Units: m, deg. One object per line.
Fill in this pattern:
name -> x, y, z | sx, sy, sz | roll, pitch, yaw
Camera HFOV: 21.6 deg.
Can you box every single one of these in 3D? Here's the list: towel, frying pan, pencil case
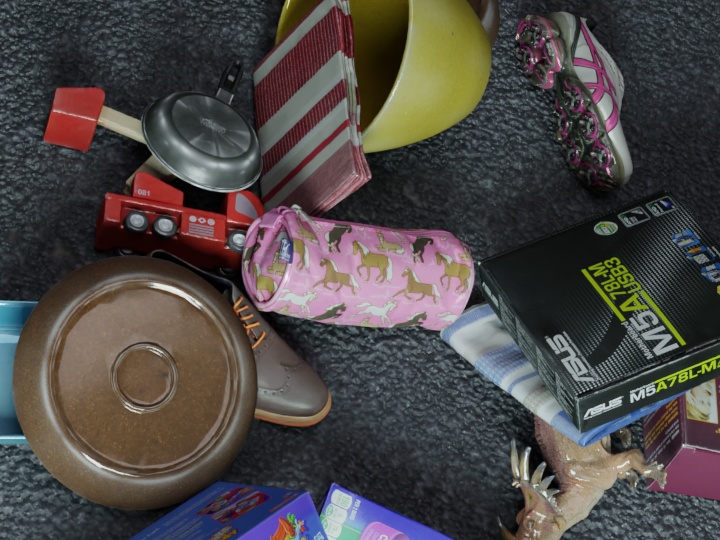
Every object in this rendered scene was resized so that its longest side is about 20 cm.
towel -> 0.179, 0.069, 1.624 | 0.146, 0.024, 0.200 | -25, 40, -25
frying pan -> -0.115, -0.130, 1.665 | 0.115, 0.031, 0.190 | 41, 40, 9
towel -> -0.046, -0.129, 1.655 | 0.023, 0.144, 0.202 | 15, 54, -32
pencil case -> 0.000, 0.000, 1.606 | 0.198, 0.087, 0.083 | 8, 50, -31

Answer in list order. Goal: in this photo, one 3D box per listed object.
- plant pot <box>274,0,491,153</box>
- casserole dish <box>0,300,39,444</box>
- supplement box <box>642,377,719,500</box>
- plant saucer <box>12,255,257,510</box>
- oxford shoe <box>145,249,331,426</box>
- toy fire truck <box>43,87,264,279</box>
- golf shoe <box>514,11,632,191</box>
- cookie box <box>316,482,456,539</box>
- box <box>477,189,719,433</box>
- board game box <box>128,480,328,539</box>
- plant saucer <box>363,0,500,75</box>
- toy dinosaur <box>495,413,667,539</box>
plant pot -> 0.035, -0.195, 1.708 | 0.141, 0.200, 0.202 | 9, 55, -37
casserole dish -> -0.265, 0.086, 1.507 | 0.198, 0.039, 0.122 | 2, 59, -19
supplement box -> 0.312, 0.095, 1.674 | 0.109, 0.086, 0.202 | 10, 56, -12
plant saucer -> -0.172, 0.085, 1.482 | 0.198, 0.034, 0.203 | 4, 78, -19
oxford shoe -> -0.107, 0.057, 1.559 | 0.199, 0.073, 0.071 | 33, 54, 2
toy fire truck -> -0.176, -0.076, 1.631 | 0.198, 0.049, 0.142 | 10, 55, -15
golf shoe -> 0.225, -0.168, 1.814 | 0.091, 0.073, 0.202 | -8, 63, -25
cookie box -> 0.032, 0.286, 1.444 | 0.198, 0.075, 0.172 | 25, 54, -4
box -> 0.225, 0.029, 1.605 | 0.191, 0.048, 0.201 | -18, 41, -12
board game box -> -0.140, 0.228, 1.403 | 0.199, 0.134, 0.045 | -31, 105, -31
plant saucer -> 0.048, -0.275, 1.843 | 0.198, 0.032, 0.202 | 9, 58, -15
toy dinosaur -> 0.175, 0.144, 1.603 | 0.134, 0.086, 0.202 | 2, 53, -10
